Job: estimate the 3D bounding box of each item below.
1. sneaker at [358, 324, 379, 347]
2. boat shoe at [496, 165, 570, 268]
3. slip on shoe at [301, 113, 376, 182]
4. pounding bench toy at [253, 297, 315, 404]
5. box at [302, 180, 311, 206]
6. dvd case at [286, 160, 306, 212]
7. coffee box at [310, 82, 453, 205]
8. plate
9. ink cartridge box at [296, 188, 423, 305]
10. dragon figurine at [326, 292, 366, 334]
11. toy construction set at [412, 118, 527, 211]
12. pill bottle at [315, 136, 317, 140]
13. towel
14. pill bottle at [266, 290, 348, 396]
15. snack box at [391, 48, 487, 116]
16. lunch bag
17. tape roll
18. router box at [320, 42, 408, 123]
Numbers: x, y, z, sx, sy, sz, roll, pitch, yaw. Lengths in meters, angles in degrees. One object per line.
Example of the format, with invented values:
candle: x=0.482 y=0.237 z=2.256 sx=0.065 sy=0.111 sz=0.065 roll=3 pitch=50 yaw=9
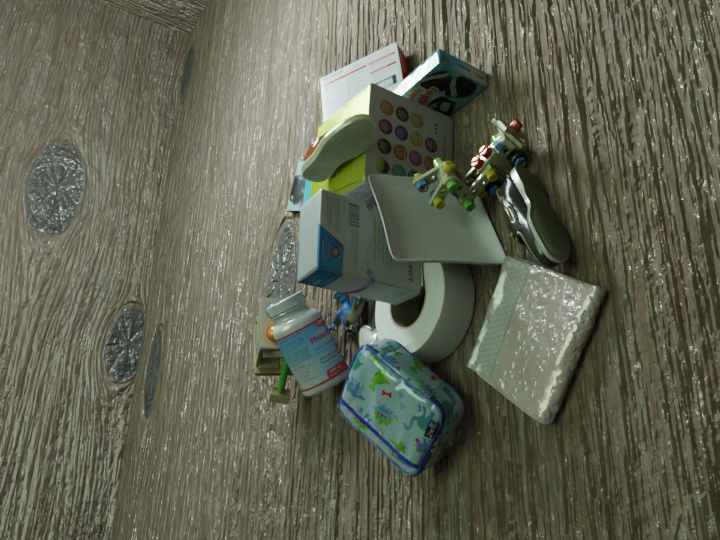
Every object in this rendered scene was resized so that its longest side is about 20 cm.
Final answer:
sneaker: x=0.019 y=0.179 z=1.227 sx=0.077 sy=0.085 sz=0.200 roll=-51 pitch=37 yaw=34
boat shoe: x=0.252 y=-0.071 z=0.969 sx=0.061 sy=0.072 sz=0.201 roll=-50 pitch=31 yaw=36
slip on shoe: x=-0.042 y=-0.222 z=1.136 sx=0.200 sy=0.074 sz=0.061 roll=-31 pitch=49 yaw=52
pounding bench toy: x=-0.168 y=0.179 z=1.454 sx=0.156 sy=0.124 sz=0.200 roll=114 pitch=155 yaw=-54
box: x=-0.092 y=-0.171 z=1.571 sx=0.049 sy=0.082 sz=0.200 roll=-19 pitch=60 yaw=56
dvd case: x=-0.133 y=-0.223 z=1.724 sx=0.200 sy=0.022 sz=0.146 roll=12 pitch=87 yaw=59
coffee box: x=0.038 y=-0.198 z=1.253 sx=0.200 sy=0.198 sz=0.200 roll=-22 pitch=58 yaw=54
plate: x=0.121 y=-0.078 z=1.074 sx=0.032 sy=0.199 sz=0.200 roll=111 pitch=154 yaw=-44
ink cartridge box: x=0.001 y=-0.035 z=1.104 sx=0.085 sy=0.200 sz=0.145 roll=-34 pitch=48 yaw=53
dragon figurine: x=-0.026 y=0.079 z=1.368 sx=0.200 sy=0.059 sz=0.100 roll=163 pitch=118 yaw=-65
toy construction set: x=0.192 y=-0.173 z=1.046 sx=0.200 sy=0.131 sz=0.092 roll=-39 pitch=45 yaw=39
pill bottle: x=-0.054 y=-0.215 z=1.499 sx=0.111 sy=0.111 sz=0.200 roll=-26 pitch=55 yaw=52
towel: x=0.244 y=0.091 z=0.945 sx=0.191 sy=0.032 sz=0.200 roll=32 pitch=105 yaw=59
pill bottle: x=-0.112 y=0.149 z=1.345 sx=0.109 sy=0.109 sz=0.200 roll=-25 pitch=93 yaw=53
snack box: x=0.129 y=-0.330 z=1.241 sx=0.200 sy=0.116 sz=0.037 roll=-30 pitch=52 yaw=51
lunch bag: x=0.061 y=0.224 z=1.070 sx=0.200 sy=0.082 sz=0.161 roll=39 pitch=122 yaw=30
tape roll: x=0.108 y=0.059 z=1.148 sx=0.202 sy=0.071 sz=0.203 roll=-30 pitch=52 yaw=50
router box: x=0.012 y=-0.388 z=1.442 sx=0.200 sy=0.049 sz=0.180 roll=-19 pitch=56 yaw=21
